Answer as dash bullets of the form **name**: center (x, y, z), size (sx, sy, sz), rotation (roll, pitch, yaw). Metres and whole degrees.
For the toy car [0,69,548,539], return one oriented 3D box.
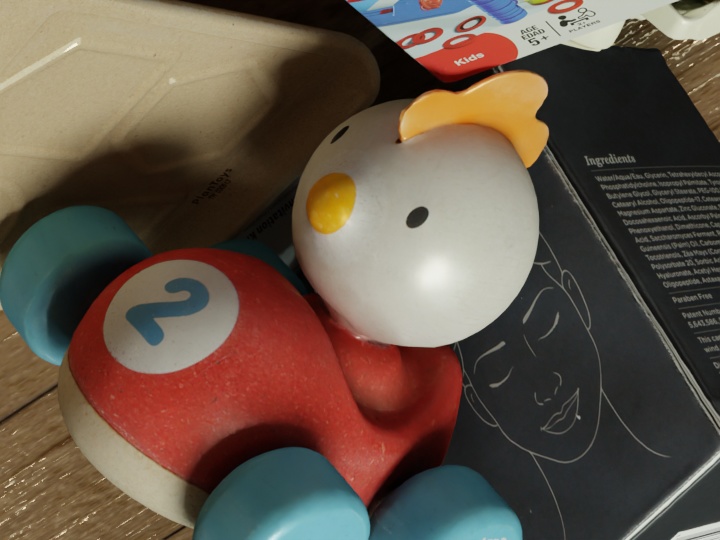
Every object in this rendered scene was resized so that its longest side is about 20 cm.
- **toy car**: center (-0.005, 0.000, 0.846), size (0.176, 0.184, 0.201), rotation (12, 116, -48)

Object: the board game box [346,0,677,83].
- **board game box**: center (0.065, -0.151, 0.722), size (0.199, 0.056, 0.196), rotation (-18, 153, 25)

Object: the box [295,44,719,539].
- **box**: center (0.082, 0.042, 0.953), size (0.123, 0.197, 0.200), rotation (-6, 147, -45)

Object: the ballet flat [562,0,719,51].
- **ballet flat**: center (0.107, -0.122, 0.912), size (0.199, 0.072, 0.072), rotation (-10, 151, -33)

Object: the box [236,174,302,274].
- **box**: center (0.000, 0.000, 1.071), size (0.156, 0.041, 0.200), rotation (-38, 155, 21)

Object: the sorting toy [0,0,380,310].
- **sorting toy**: center (-0.115, -0.047, 0.873), size (0.199, 0.037, 0.185), rotation (9, 137, -47)
